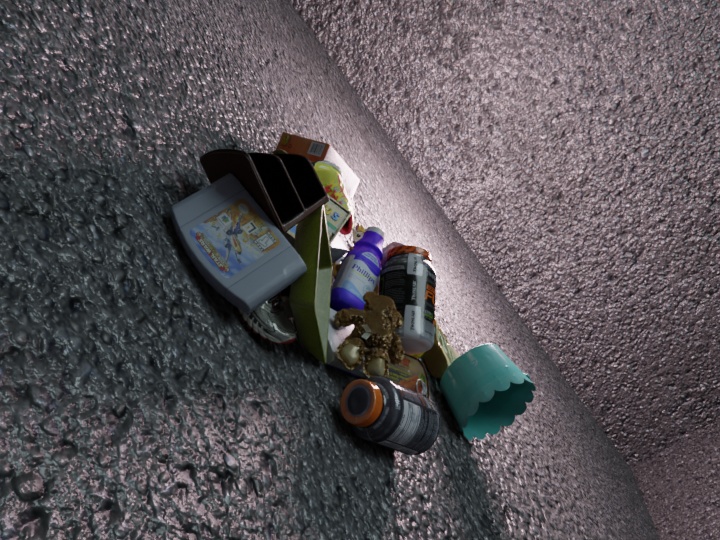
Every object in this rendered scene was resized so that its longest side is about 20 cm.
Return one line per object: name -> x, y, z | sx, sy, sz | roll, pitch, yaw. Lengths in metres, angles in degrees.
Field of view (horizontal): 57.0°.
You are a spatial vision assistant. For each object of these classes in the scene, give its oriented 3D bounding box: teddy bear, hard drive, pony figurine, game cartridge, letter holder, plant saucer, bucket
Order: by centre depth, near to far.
game cartridge -> -0.189, -0.041, 0.993 | 0.132, 0.042, 0.201 | -34, 77, -32
letter holder -> -0.164, -0.152, 1.083 | 0.198, 0.100, 0.144 | 10, -48, 55
plant saucer -> -0.082, 0.023, 1.106 | 0.201, 0.047, 0.204 | 86, 6, -58
teddy bear -> 0.017, 0.125, 1.211 | 0.142, 0.068, 0.202 | 9, 36, -11
hard drive -> -0.021, 0.142, 1.264 | 0.199, 0.025, 0.134 | 32, 28, -51
pony figurine -> 0.026, -0.005, 1.498 | 0.192, 0.166, 0.201 | 38, 37, -11
bucket -> 0.293, 0.283, 1.561 | 0.206, 0.207, 0.136 | 33, 18, -49

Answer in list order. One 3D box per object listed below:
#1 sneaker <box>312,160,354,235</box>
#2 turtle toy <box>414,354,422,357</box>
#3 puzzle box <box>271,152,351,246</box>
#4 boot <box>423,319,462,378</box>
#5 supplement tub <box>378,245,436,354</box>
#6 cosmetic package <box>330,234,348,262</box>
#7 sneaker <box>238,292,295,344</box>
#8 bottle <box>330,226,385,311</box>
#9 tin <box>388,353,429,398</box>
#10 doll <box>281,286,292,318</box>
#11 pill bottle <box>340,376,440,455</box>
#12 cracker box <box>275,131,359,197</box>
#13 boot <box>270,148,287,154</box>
sneaker -> -0.059, -0.153, 1.431 | 0.200, 0.077, 0.092 | 51, 24, -47
turtle toy -> 0.105, 0.120, 1.515 | 0.147, 0.100, 0.199 | 59, 18, 16
puzzle box -> -0.126, -0.121, 1.271 | 0.198, 0.025, 0.134 | 36, 54, -4
boot -> 0.209, 0.200, 1.694 | 0.155, 0.072, 0.203 | 34, 28, -48
supplement tub -> 0.095, 0.060, 1.366 | 0.122, 0.120, 0.204 | 33, 55, -49
cosmetic package -> -0.120, -0.099, 1.354 | 0.202, 0.090, 0.107 | 55, 14, 10
sneaker -> -0.155, 0.023, 1.030 | 0.202, 0.081, 0.078 | 59, 17, 10
bottle -> 0.000, 0.000, 1.365 | 0.083, 0.065, 0.202 | 37, 56, -21
tin -> 0.078, 0.220, 1.297 | 0.199, 0.041, 0.115 | 30, 59, -54
doll -> -0.145, 0.001, 1.157 | 0.136, 0.048, 0.202 | 40, 22, -46
pill bottle -> 0.047, 0.243, 1.124 | 0.199, 0.106, 0.107 | 34, 25, -48
cracker box -> -0.098, -0.246, 1.574 | 0.132, 0.059, 0.200 | 20, -9, 25
boot -> -0.131, -0.189, 1.516 | 0.202, 0.071, 0.155 | 58, 17, -8
